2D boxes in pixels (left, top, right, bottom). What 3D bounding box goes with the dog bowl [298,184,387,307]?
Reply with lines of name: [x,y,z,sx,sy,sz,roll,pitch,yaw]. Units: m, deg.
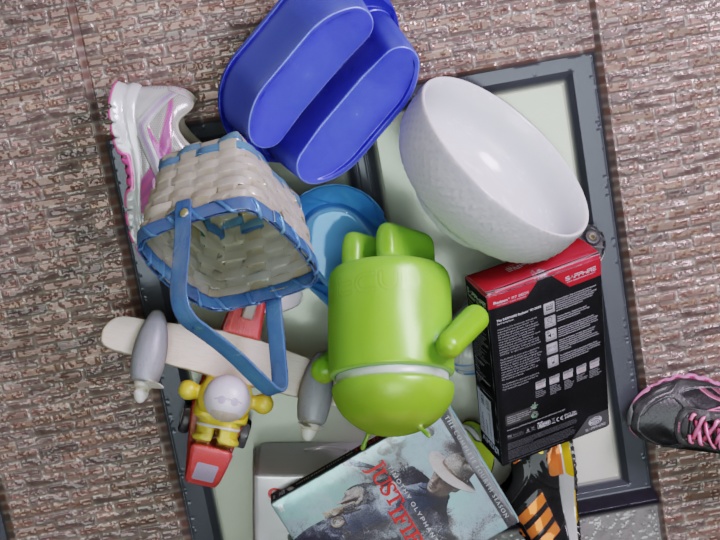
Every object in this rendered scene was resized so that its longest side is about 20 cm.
dog bowl: [0.000,0.000,1.658,0.111,0.050,0.200,-37,104,7]

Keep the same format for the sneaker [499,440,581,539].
sneaker: [0.177,0.247,1.727,0.090,0.070,0.201,-4,101,4]

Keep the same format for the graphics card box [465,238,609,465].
graphics card box: [0.172,0.078,1.624,0.125,0.051,0.201,-20,121,-17]

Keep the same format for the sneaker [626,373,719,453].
sneaker: [0.369,0.157,1.696,0.199,0.095,0.079,4,106,-3]

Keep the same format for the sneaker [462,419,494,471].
sneaker: [0.069,0.246,1.704,0.081,0.074,0.201,5,100,-38]

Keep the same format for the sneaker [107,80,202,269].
sneaker: [-0.180,-0.085,1.609,0.088,0.081,0.201,-9,106,1]

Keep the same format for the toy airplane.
toy airplane: [-0.121,0.096,1.629,0.199,0.141,0.200,-28,104,4]

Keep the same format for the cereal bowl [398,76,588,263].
cereal bowl: [0.112,-0.082,1.575,0.200,0.200,0.083,37,120,-11]

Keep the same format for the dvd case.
dvd case: [0.033,0.232,1.647,0.199,0.022,0.146,-30,102,5]

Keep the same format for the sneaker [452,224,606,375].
sneaker: [0.159,0.025,1.673,0.200,0.072,0.072,-41,75,-4]

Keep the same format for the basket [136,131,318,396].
basket: [-0.116,-0.005,1.523,0.139,0.201,0.176,-20,142,17]

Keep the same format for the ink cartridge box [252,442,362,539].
ink cartridge box: [-0.037,0.282,1.713,0.145,0.084,0.201,-1,106,-2]

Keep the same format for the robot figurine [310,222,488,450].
robot figurine: [0.028,0.062,1.564,0.175,0.115,0.201,-14,70,37]

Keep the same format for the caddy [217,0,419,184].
caddy: [-0.041,-0.180,1.582,0.141,0.105,0.200,36,99,-35]
